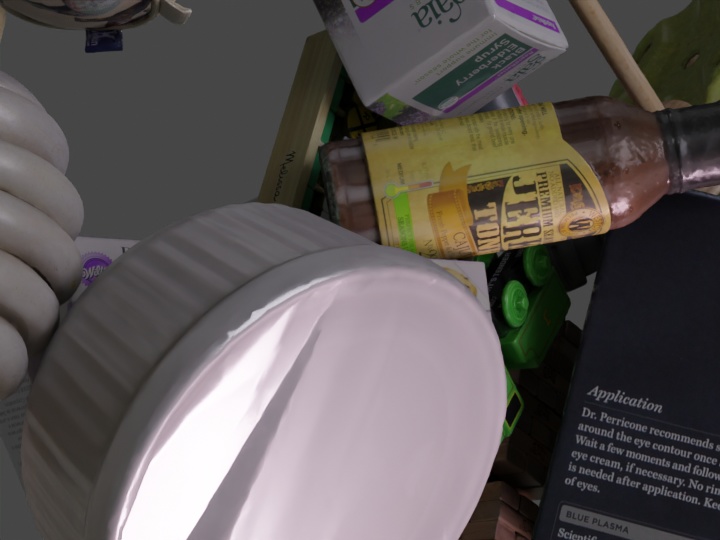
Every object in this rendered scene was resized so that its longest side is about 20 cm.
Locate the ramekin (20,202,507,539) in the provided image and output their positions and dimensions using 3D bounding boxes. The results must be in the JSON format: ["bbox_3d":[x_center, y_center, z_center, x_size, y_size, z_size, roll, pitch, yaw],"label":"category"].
[{"bbox_3d":[-0.045,0.065,1.068,0.202,0.094,0.203,-25,133,-31],"label":"ramekin"}]

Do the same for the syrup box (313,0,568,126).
[{"bbox_3d":[0.012,-0.171,1.270,0.081,0.079,0.201,16,45,-58],"label":"syrup box"}]

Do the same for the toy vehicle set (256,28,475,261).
[{"bbox_3d":[0.000,0.000,1.256,0.124,0.026,0.201,39,52,-34],"label":"toy vehicle set"}]

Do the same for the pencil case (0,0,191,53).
[{"bbox_3d":[-0.116,-0.204,1.208,0.089,0.078,0.201,10,71,-21],"label":"pencil case"}]

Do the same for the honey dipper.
[{"bbox_3d":[0.126,-0.105,1.319,0.200,0.038,0.038,50,49,-39],"label":"honey dipper"}]

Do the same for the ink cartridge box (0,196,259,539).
[{"bbox_3d":[-0.064,0.086,1.214,0.196,0.043,0.201,-29,99,-45],"label":"ink cartridge box"}]

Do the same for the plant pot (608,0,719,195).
[{"bbox_3d":[0.240,-0.065,1.465,0.184,0.200,0.201,39,54,-17],"label":"plant pot"}]

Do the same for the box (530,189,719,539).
[{"bbox_3d":[0.173,0.071,1.305,0.197,0.117,0.201,18,86,-74],"label":"box"}]

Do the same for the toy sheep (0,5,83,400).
[{"bbox_3d":[-0.171,-0.015,1.057,0.138,0.138,0.201,21,65,-39],"label":"toy sheep"}]

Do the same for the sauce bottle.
[{"bbox_3d":[0.083,-0.044,1.199,0.065,0.199,0.065,-11,90,-89],"label":"sauce bottle"}]

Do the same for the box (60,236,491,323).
[{"bbox_3d":[-0.038,0.016,1.160,0.199,0.039,0.042,4,63,-23],"label":"box"}]

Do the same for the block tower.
[{"bbox_3d":[0.063,0.115,1.317,0.054,0.058,0.201,35,55,-44],"label":"block tower"}]

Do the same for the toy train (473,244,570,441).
[{"bbox_3d":[0.048,0.062,1.241,0.057,0.042,0.200,61,41,-31],"label":"toy train"}]

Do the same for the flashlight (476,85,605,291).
[{"bbox_3d":[0.074,-0.088,1.371,0.068,0.068,0.201,-25,95,-6],"label":"flashlight"}]
